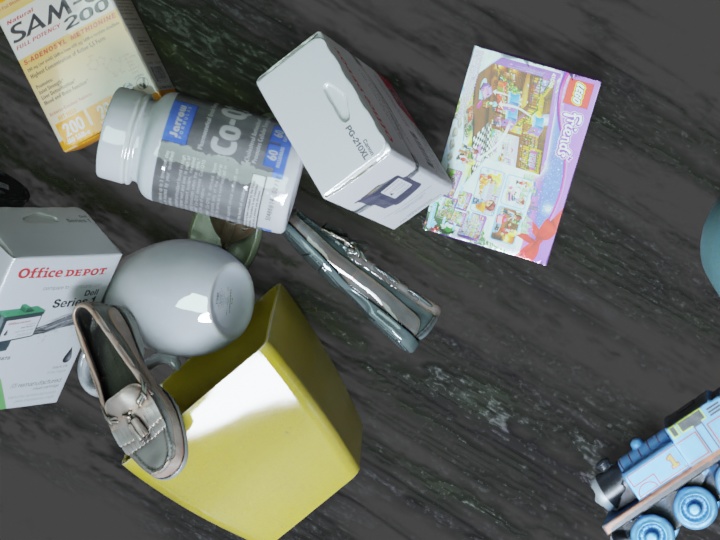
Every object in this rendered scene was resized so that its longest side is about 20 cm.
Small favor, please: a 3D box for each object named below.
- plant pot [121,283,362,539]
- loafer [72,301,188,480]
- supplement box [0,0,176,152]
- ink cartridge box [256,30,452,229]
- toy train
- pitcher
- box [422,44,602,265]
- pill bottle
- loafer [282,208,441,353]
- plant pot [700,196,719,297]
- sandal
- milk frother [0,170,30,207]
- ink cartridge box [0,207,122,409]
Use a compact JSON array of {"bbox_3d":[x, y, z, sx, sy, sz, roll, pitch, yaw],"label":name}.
[{"bbox_3d":[-0.106,0.166,1.700,0.200,0.200,0.176,-40,102,12],"label":"plant pot"},{"bbox_3d":[-0.234,0.117,1.592,0.072,0.063,0.200,-37,61,16],"label":"loafer"},{"bbox_3d":[-0.297,-0.243,1.716,0.126,0.074,0.200,-26,94,11],"label":"supplement box"},{"bbox_3d":[-0.003,-0.134,1.605,0.084,0.200,0.145,-35,73,13],"label":"ink cartridge box"},{"bbox_3d":[0.331,0.213,1.689,0.200,0.087,0.114,-36,83,15],"label":"toy train"},{"bbox_3d":[-0.215,0.052,1.701,0.200,0.121,0.172,2,88,32],"label":"pitcher"},{"bbox_3d":[0.157,-0.120,1.682,0.136,0.039,0.201,17,101,7],"label":"box"},{"bbox_3d":[-0.160,-0.116,1.643,0.199,0.114,0.114,15,101,-1],"label":"pill bottle"},{"bbox_3d":[0.000,0.000,1.720,0.200,0.072,0.063,44,83,-7],"label":"loafer"},{"bbox_3d":[0.416,-0.022,1.596,0.135,0.200,0.201,19,104,41],"label":"plant pot"},{"bbox_3d":[-0.132,-0.076,1.724,0.080,0.057,0.201,25,104,5],"label":"sandal"},{"bbox_3d":[-0.486,-0.034,1.722,0.200,0.181,0.188,26,101,-1],"label":"milk frother"},{"bbox_3d":[-0.351,0.040,1.654,0.084,0.146,0.200,43,119,30],"label":"ink cartridge box"}]
